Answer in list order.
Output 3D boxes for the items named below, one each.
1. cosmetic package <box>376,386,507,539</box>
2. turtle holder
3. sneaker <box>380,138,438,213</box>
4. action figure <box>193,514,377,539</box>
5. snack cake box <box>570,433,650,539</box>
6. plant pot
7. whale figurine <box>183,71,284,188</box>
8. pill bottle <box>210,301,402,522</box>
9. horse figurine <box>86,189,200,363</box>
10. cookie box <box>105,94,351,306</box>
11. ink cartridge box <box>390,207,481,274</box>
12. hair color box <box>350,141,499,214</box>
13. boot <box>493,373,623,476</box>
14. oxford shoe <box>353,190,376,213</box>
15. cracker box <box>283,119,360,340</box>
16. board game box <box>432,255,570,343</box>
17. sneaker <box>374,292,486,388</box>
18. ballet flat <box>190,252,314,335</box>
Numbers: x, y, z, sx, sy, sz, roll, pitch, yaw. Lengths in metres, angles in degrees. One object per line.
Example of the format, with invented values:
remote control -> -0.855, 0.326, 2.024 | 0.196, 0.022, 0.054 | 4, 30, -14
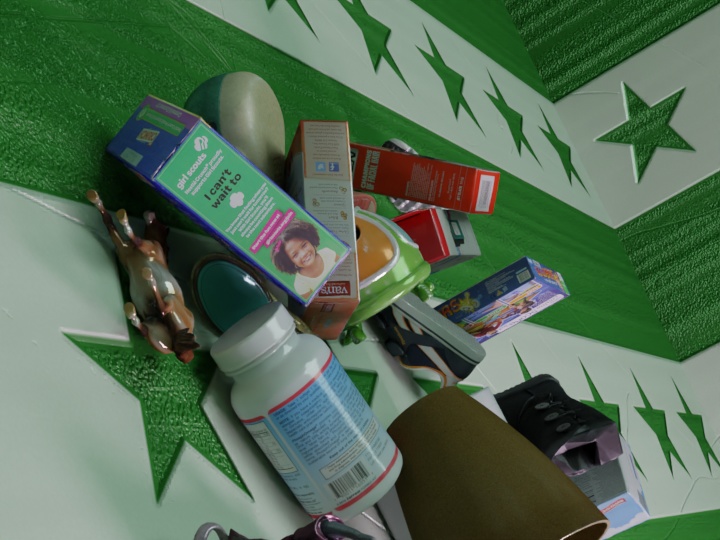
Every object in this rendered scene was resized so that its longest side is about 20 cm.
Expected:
cosmetic package -> 0.116, 0.253, 1.605 | 0.201, 0.122, 0.199 | 61, 19, 7
turtle holder -> 0.008, -0.005, 1.667 | 0.132, 0.140, 0.185 | 57, 21, -2
sneaker -> 0.085, -0.113, 2.135 | 0.201, 0.075, 0.081 | 55, 6, -23
action figure -> -0.065, 0.270, 1.219 | 0.147, 0.135, 0.200 | 17, 7, 4
snack cake box -> 0.240, 0.282, 1.752 | 0.067, 0.199, 0.116 | 46, 24, -37
plant pot -> 0.114, 0.220, 1.420 | 0.201, 0.186, 0.186 | 56, 17, 22
whale figurine -> -0.137, -0.111, 1.557 | 0.159, 0.103, 0.202 | -43, 127, -72
pill bottle -> -0.053, 0.134, 1.369 | 0.201, 0.108, 0.109 | 56, 20, -14
horse figurine -> -0.185, 0.013, 1.281 | 0.201, 0.050, 0.133 | 63, 1, 32
cookie box -> -0.128, -0.070, 1.372 | 0.200, 0.075, 0.171 | 40, -4, -28
ink cartridge box -> 0.069, -0.031, 1.884 | 0.200, 0.115, 0.068 | -2, 73, -68
hair color box -> 0.075, -0.124, 1.926 | 0.111, 0.198, 0.065 | -5, 106, -69
boot -> 0.208, 0.206, 1.739 | 0.066, 0.164, 0.200 | 59, -5, -23
oxford shoe -> -0.066, -0.079, 1.729 | 0.073, 0.071, 0.199 | 25, 7, 36
cracker box -> -0.045, -0.040, 1.525 | 0.134, 0.057, 0.202 | 120, -33, -67
board game box -> 0.160, 0.054, 1.874 | 0.135, 0.199, 0.035 | 21, 42, -61
sneaker -> 0.056, 0.071, 1.792 | 0.200, 0.080, 0.078 | 40, 16, 1
ballet flat -> -0.109, 0.043, 1.440 | 0.200, 0.070, 0.071 | 45, 25, -36
